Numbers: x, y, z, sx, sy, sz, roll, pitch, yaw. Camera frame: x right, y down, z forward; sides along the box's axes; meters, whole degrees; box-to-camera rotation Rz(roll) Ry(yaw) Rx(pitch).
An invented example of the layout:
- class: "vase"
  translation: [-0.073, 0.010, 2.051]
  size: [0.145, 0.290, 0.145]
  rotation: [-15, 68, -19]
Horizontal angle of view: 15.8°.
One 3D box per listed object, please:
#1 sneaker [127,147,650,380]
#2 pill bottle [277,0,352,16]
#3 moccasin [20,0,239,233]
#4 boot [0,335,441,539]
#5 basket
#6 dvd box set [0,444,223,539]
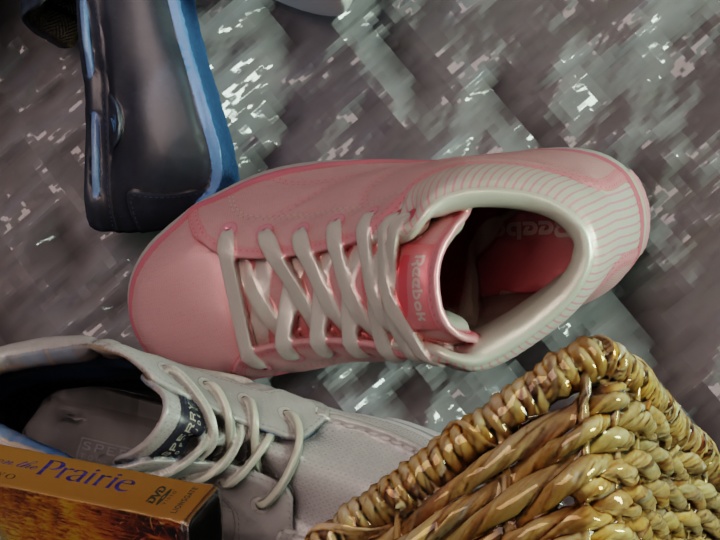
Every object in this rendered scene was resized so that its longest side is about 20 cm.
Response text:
- class: "sneaker"
  translation: [0.000, 0.000, 0.921]
  size: [0.199, 0.105, 0.076]
  rotation: [-11, 98, 14]
- class: "pill bottle"
  translation: [0.005, -0.204, 0.991]
  size: [0.113, 0.113, 0.200]
  rotation: [24, 81, 24]
- class: "moccasin"
  translation: [-0.104, -0.110, 1.012]
  size: [0.068, 0.081, 0.201]
  rotation: [-18, 66, 4]
- class: "boot"
  translation: [-0.049, 0.071, 0.925]
  size: [0.199, 0.096, 0.074]
  rotation: [6, 74, 21]
- class: "basket"
  translation: [0.039, 0.117, 0.823]
  size: [0.142, 0.200, 0.150]
  rotation: [-6, 73, 18]
- class: "dvd box set"
  translation: [-0.141, 0.128, 0.928]
  size: [0.199, 0.029, 0.147]
  rotation: [10, 116, 21]
